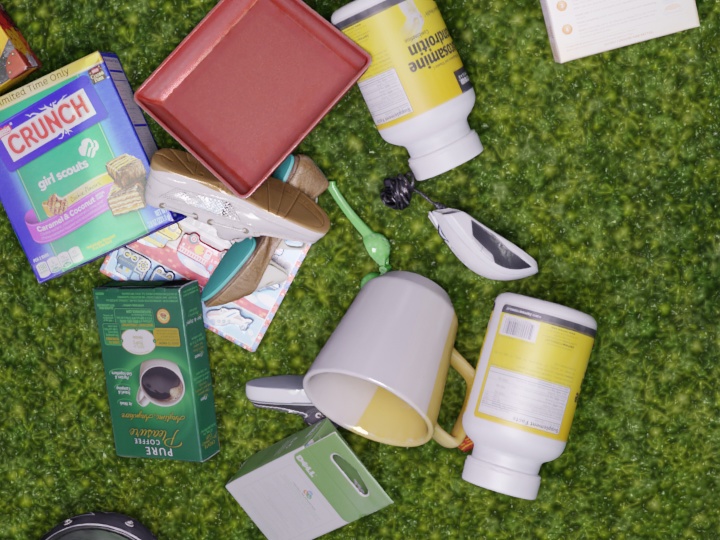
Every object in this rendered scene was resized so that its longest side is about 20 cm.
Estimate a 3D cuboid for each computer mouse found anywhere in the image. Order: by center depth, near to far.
[{"bbox_3d":[0.106,-0.038,1.591,0.199,0.110,0.044,33,82,-10],"label":"computer mouse"}]

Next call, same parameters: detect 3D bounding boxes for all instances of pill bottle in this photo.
[{"bbox_3d":[0.172,0.132,1.540,0.111,0.112,0.201,16,88,-1],"label":"pill bottle"},{"bbox_3d":[0.055,-0.204,1.555,0.111,0.112,0.201,-24,99,6],"label":"pill bottle"}]

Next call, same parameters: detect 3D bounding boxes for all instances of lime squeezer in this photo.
[{"bbox_3d":[0.000,0.000,1.631,0.070,0.038,0.202,-3,101,2],"label":"lime squeezer"}]

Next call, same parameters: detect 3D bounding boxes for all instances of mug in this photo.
[{"bbox_3d":[0.039,0.096,1.581,0.148,0.187,0.154,9,58,27],"label":"mug"}]

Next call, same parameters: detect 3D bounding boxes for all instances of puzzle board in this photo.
[{"bbox_3d":[-0.173,-0.018,1.643,0.199,0.017,0.151,28,100,-4],"label":"puzzle board"}]

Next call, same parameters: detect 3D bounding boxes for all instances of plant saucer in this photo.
[{"bbox_3d":[-0.112,-0.196,1.546,0.200,0.037,0.200,-47,62,-2],"label":"plant saucer"}]

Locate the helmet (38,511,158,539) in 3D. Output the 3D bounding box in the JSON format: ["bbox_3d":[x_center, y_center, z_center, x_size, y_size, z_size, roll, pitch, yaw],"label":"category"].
[{"bbox_3d":[-0.300,0.370,1.628,0.199,0.191,0.201,11,138,10],"label":"helmet"}]

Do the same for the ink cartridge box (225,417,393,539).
[{"bbox_3d":[-0.047,0.232,1.613,0.200,0.059,0.104,-31,100,41],"label":"ink cartridge box"}]

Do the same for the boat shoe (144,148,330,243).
[{"bbox_3d":[-0.132,-0.065,1.542,0.199,0.071,0.070,21,120,-3],"label":"boat shoe"}]

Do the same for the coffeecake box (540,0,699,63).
[{"bbox_3d":[0.259,-0.338,1.545,0.152,0.073,0.201,-14,100,4],"label":"coffeecake box"}]

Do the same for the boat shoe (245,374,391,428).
[{"bbox_3d":[-0.032,0.159,1.649,0.198,0.070,0.067,3,99,-7],"label":"boat shoe"}]

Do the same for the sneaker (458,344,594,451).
[{"bbox_3d":[0.174,0.123,1.642,0.077,0.073,0.200,44,92,11],"label":"sneaker"}]

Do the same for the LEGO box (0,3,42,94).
[{"bbox_3d":[-0.472,-0.230,1.581,0.199,0.077,0.149,-33,98,7],"label":"LEGO box"}]

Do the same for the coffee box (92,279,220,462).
[{"bbox_3d":[-0.227,0.111,1.630,0.122,0.044,0.202,-1,103,27],"label":"coffee box"}]

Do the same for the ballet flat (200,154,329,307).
[{"bbox_3d":[-0.097,-0.032,1.607,0.072,0.068,0.201,29,95,-23],"label":"ballet flat"}]

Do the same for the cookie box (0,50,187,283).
[{"bbox_3d":[-0.310,-0.114,1.592,0.170,0.075,0.201,-24,93,6],"label":"cookie box"}]
